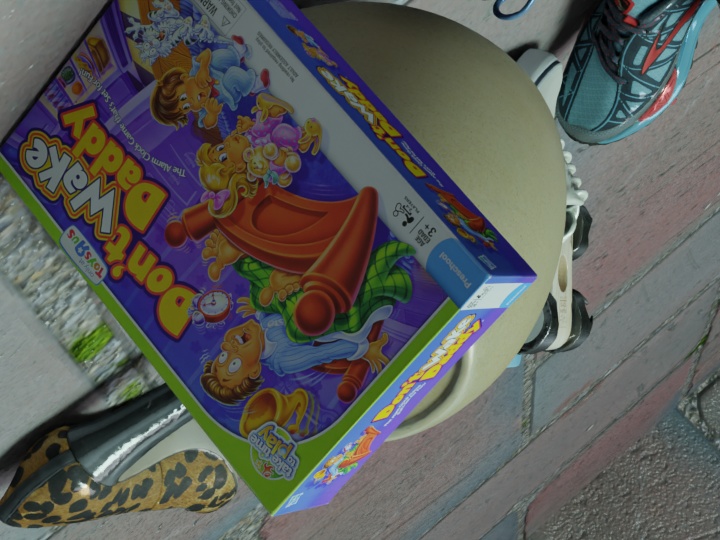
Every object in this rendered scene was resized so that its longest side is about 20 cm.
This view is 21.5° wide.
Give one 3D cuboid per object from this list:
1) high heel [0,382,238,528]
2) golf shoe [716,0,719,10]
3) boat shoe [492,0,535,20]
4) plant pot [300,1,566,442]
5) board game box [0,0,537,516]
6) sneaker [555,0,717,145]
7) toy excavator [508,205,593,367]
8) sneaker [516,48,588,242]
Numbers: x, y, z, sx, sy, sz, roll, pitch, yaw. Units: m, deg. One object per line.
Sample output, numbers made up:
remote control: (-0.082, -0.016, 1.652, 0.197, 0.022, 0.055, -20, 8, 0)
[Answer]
high heel: (-0.149, 0.132, 1.162, 0.142, 0.071, 0.200, -31, 159, -14)
golf shoe: (0.200, -0.185, 1.053, 0.088, 0.077, 0.200, -19, 121, -9)
boat shoe: (0.061, -0.154, 0.906, 0.200, 0.069, 0.084, -22, 155, -50)
plant pot: (0.000, 0.000, 0.855, 0.200, 0.200, 0.135, -52, -158, 29)
board game box: (-0.044, -0.022, 0.763, 0.135, 0.200, 0.045, -49, 159, 21)
sneaker: (0.167, -0.165, 1.145, 0.095, 0.079, 0.200, -2, 130, -52)
toy excavator: (0.054, 0.034, 1.331, 0.100, 0.199, 0.195, 2, 89, -66)
sneaker: (0.099, -0.048, 1.129, 0.073, 0.071, 0.200, 99, 10, -54)
